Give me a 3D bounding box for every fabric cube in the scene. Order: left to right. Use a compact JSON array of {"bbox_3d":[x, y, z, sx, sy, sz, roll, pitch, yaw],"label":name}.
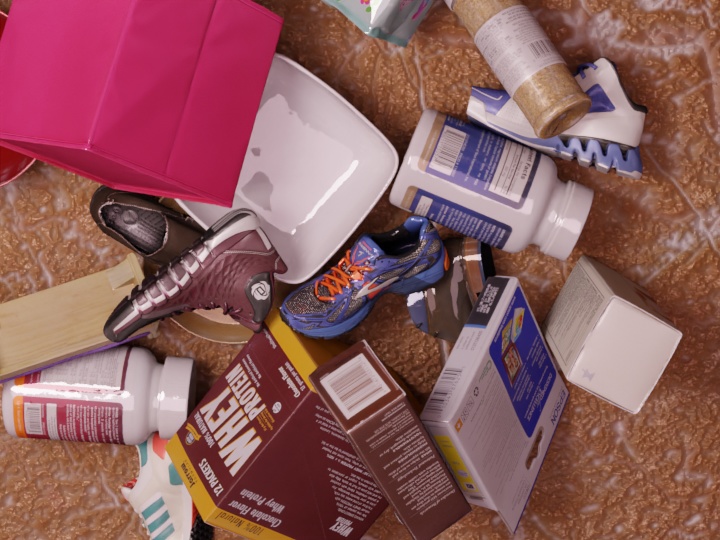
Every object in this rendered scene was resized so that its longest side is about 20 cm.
[{"bbox_3d":[-0.225,-0.191,1.547,0.200,0.196,0.200,21,81,-48],"label":"fabric cube"}]

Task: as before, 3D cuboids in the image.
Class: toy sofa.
[{"bbox_3d":[-0.318,0.061,1.678,0.199,0.098,0.083,-19,74,-19],"label":"toy sofa"}]

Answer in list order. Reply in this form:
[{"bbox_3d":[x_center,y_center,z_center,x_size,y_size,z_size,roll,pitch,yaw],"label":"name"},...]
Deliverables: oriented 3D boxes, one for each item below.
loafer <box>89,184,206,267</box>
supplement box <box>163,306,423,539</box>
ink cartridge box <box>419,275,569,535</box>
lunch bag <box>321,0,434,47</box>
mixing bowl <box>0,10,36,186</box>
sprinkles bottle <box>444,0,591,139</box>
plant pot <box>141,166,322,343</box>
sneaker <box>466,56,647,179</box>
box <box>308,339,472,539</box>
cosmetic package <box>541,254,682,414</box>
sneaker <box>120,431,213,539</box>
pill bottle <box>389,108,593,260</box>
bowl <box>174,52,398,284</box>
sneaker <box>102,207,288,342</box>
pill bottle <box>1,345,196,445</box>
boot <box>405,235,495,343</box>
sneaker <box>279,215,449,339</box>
[{"bbox_3d":[-0.201,-0.027,1.684,0.199,0.071,0.073,22,103,-5],"label":"loafer"},{"bbox_3d":[-0.061,0.184,1.689,0.197,0.133,0.200,30,104,-39],"label":"supplement box"},{"bbox_3d":[0.148,0.144,1.679,0.047,0.198,0.200,4,140,31],"label":"ink cartridge box"},{"bbox_3d":[0.000,-0.353,1.604,0.200,0.122,0.171,40,106,18],"label":"lunch bag"},{"bbox_3d":[-0.409,-0.189,1.654,0.199,0.108,0.201,0,104,1],"label":"mixing bowl"},{"bbox_3d":[0.158,-0.232,1.618,0.068,0.068,0.200,-34,72,8],"label":"sprinkles bottle"},{"bbox_3d":[-0.140,-0.019,1.736,0.199,0.027,0.201,0,104,1],"label":"plant pot"},{"bbox_3d":[0.218,-0.178,1.677,0.199,0.081,0.116,18,89,3],"label":"sneaker"},{"bbox_3d":[0.032,0.175,1.579,0.075,0.100,0.200,-32,131,-6],"label":"box"},{"bbox_3d":[0.262,0.064,1.664,0.087,0.200,0.104,28,102,-6],"label":"cosmetic package"},{"bbox_3d":[-0.223,0.273,1.795,0.093,0.070,0.201,7,106,17],"label":"sneaker"},{"bbox_3d":[0.140,-0.086,1.668,0.199,0.111,0.111,22,103,0],"label":"pill bottle"},{"bbox_3d":[-0.083,-0.112,1.662,0.200,0.075,0.200,38,101,-9],"label":"bowl"},{"bbox_3d":[-0.159,0.037,1.621,0.200,0.076,0.116,-38,104,4],"label":"sneaker"},{"bbox_3d":[-0.284,0.135,1.731,0.199,0.110,0.110,4,104,-1],"label":"pill bottle"},{"bbox_3d":[0.104,0.060,1.742,0.097,0.075,0.201,-4,102,18],"label":"boot"},{"bbox_3d":[0.000,0.000,1.651,0.200,0.075,0.079,-30,140,-19],"label":"sneaker"}]
